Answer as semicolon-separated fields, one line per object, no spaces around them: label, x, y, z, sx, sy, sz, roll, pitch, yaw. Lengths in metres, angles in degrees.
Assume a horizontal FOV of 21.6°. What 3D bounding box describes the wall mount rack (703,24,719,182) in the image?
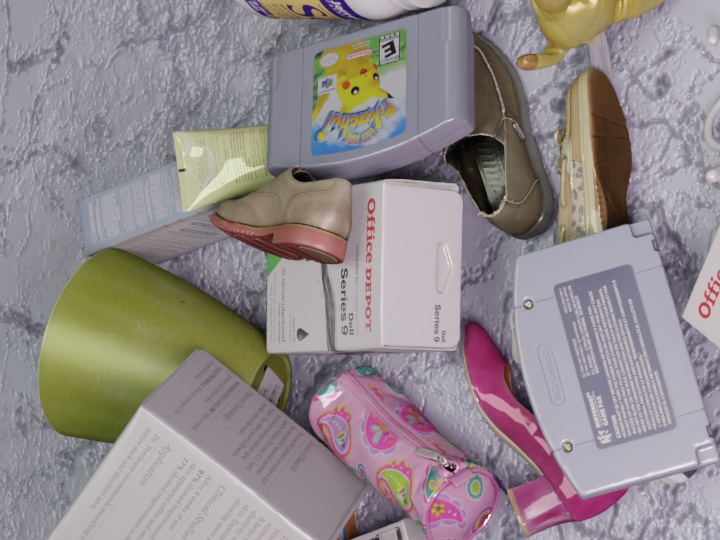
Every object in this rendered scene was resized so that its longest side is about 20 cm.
wall mount rack;0.328;-0.139;1.430;0.199;0.074;0.175;-28;41;34

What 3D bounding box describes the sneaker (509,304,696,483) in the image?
sneaker;0.200;0.102;1.559;0.200;0.075;0.081;45;153;19

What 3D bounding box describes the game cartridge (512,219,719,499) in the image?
game cartridge;0.194;0.072;1.498;0.132;0.042;0.202;-16;76;10

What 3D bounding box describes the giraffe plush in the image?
giraffe plush;0.170;-0.278;1.571;0.201;0.171;0.163;98;151;-48

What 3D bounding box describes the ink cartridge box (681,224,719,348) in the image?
ink cartridge box;0.352;0.027;1.401;0.200;0.082;0.148;42;131;33

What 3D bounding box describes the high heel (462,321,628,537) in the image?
high heel;0.152;0.121;1.604;0.095;0.067;0.201;-23;59;9

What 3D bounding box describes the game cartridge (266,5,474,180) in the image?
game cartridge;0.006;-0.148;1.657;0.198;0.040;0.135;-13;65;26

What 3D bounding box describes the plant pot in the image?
plant pot;-0.172;0.093;1.800;0.198;0.187;0.189;15;96;23

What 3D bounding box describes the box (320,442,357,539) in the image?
box;-0.093;0.241;1.796;0.199;0.041;0.120;-18;76;34

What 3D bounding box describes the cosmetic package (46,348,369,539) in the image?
cosmetic package;-0.131;0.211;1.653;0.200;0.166;0.168;38;109;1

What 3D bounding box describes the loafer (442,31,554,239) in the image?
loafer;0.107;-0.123;1.641;0.075;0.069;0.201;-36;66;31

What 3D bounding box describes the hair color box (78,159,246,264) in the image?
hair color box;-0.170;-0.062;1.840;0.199;0.099;0.061;-18;74;36

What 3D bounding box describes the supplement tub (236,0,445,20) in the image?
supplement tub;-0.017;-0.299;1.704;0.199;0.145;0.147;7;91;39

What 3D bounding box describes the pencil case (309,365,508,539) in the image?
pencil case;0.038;0.159;1.648;0.200;0.087;0.088;39;111;47

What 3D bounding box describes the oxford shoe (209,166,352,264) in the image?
oxford shoe;-0.063;-0.052;1.652;0.199;0.070;0.075;10;80;54

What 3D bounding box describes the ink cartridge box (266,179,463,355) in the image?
ink cartridge box;0.000;0.000;1.674;0.199;0.083;0.148;-7;81;57

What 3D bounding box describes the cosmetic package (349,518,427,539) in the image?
cosmetic package;0.045;0.327;1.672;0.082;0.050;0.202;-26;71;35

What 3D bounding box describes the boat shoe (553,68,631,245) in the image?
boat shoe;0.185;-0.065;1.572;0.062;0.073;0.202;-5;85;35

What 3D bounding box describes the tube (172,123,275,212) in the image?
tube;-0.071;-0.108;1.730;0.198;0.052;0.058;-10;34;2
